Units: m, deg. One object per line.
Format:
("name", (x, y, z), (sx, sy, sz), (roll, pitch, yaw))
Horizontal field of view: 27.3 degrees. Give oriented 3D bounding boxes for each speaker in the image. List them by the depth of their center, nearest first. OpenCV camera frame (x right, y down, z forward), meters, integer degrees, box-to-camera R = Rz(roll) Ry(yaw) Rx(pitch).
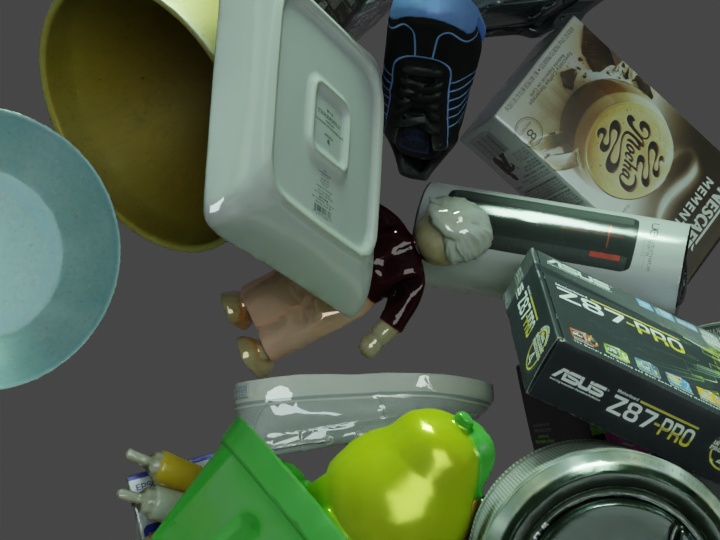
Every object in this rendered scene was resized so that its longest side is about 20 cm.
("speaker", (0.142, -0.011, 1.096), (0.199, 0.081, 0.081), (11, 77, 14))

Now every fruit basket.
("fruit basket", (-0.004, 0.169, 0.930), (0.215, 0.156, 0.216), (1, 71, -2))

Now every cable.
("cable", (-0.075, 0.180, 1.025), (0.199, 0.050, 0.097), (8, 77, -17))

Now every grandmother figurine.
("grandmother figurine", (0.000, 0.000, 1.063), (0.199, 0.061, 0.122), (-24, 87, 11))

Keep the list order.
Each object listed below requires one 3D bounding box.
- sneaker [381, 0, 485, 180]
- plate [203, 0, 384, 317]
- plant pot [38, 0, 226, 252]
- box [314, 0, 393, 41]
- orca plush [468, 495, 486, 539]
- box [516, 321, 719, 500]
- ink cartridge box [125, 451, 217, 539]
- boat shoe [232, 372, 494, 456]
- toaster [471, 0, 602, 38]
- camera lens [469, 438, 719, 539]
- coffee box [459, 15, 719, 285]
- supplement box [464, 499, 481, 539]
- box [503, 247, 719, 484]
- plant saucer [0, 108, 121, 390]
("sneaker", (0.049, -0.131, 1.068), (0.070, 0.200, 0.078), (10, 73, 8))
("plate", (-0.032, -0.091, 0.961), (0.032, 0.199, 0.201), (-6, 69, 25))
("plant pot", (-0.105, -0.134, 1.041), (0.142, 0.200, 0.200), (-37, 93, -40))
("box", (-0.047, -0.266, 1.080), (0.050, 0.158, 0.200), (-31, 90, -18))
("orca plush", (0.069, 0.231, 1.086), (0.200, 0.071, 0.105), (-31, 75, 3))
("box", (0.223, 0.150, 1.113), (0.148, 0.124, 0.201), (-10, 85, -16))
("ink cartridge box", (-0.100, 0.232, 1.053), (0.094, 0.037, 0.201), (-13, 88, -19))
("boat shoe", (0.006, 0.110, 1.076), (0.199, 0.072, 0.069), (1, 82, -27))
("toaster", (0.102, -0.249, 1.135), (0.199, 0.114, 0.130), (-13, 81, -32))
("camera lens", (0.149, 0.189, 0.933), (0.159, 0.200, 0.161), (0, 86, 1))
("coffee box", (0.195, -0.085, 1.163), (0.200, 0.080, 0.113), (41, 72, -7))
("supplement box", (0.022, 0.237, 1.022), (0.066, 0.069, 0.201), (18, 80, 9))
("box", (0.196, 0.071, 0.974), (0.200, 0.161, 0.049), (25, 108, -8))
("plant saucer", (-0.270, -0.014, 1.038), (0.200, 0.039, 0.202), (2, 82, -17))
